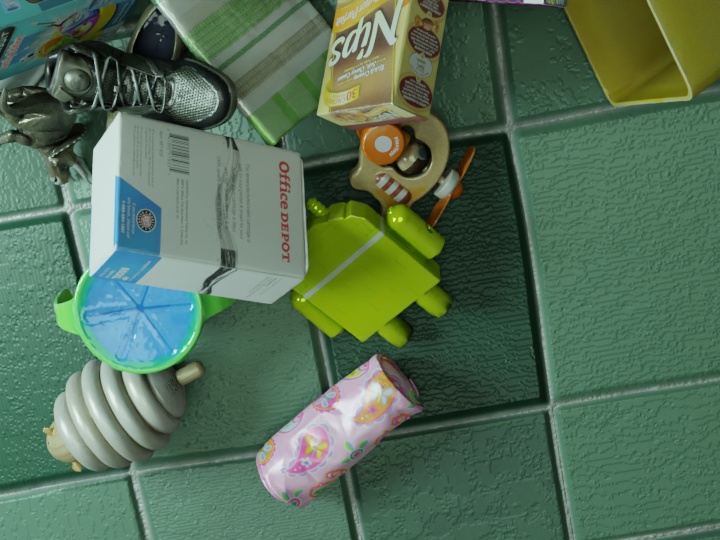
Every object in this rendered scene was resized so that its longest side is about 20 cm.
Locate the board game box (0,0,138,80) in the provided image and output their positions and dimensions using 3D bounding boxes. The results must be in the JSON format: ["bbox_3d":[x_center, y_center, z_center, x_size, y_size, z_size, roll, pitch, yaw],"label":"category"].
[{"bbox_3d":[-0.310,-0.245,1.094,0.200,0.151,0.047,-32,92,-33],"label":"board game box"}]

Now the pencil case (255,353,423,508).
[{"bbox_3d":[-0.026,0.182,1.268,0.200,0.087,0.087,-42,98,9],"label":"pencil case"}]

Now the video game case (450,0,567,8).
[{"bbox_3d":[0.137,-0.353,1.101,0.036,0.200,0.182,-1,104,-33],"label":"video game case"}]

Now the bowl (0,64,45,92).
[{"bbox_3d":[-0.427,-0.262,1.174,0.200,0.090,0.202,0,102,1],"label":"bowl"}]

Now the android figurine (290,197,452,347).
[{"bbox_3d":[0.000,0.000,1.218,0.200,0.041,0.182,38,119,-21],"label":"android figurine"}]

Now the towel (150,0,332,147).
[{"bbox_3d":[-0.109,-0.245,1.173,0.149,0.031,0.200,-43,102,-26],"label":"towel"}]

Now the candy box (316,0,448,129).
[{"bbox_3d":[0.027,-0.247,1.127,0.055,0.115,0.201,18,79,-40],"label":"candy box"}]

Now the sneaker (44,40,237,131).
[{"bbox_3d":[-0.224,-0.176,1.099,0.199,0.114,0.077,18,111,16],"label":"sneaker"}]

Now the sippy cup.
[{"bbox_3d":[-0.225,0.027,1.211,0.177,0.130,0.140,27,102,-5],"label":"sippy cup"}]

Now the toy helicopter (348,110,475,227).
[{"bbox_3d":[0.050,-0.080,1.227,0.132,0.079,0.201,7,113,-10],"label":"toy helicopter"}]

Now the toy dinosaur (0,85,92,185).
[{"bbox_3d":[-0.332,-0.160,1.157,0.102,0.200,0.077,0,69,-9],"label":"toy dinosaur"}]

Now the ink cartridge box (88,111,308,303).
[{"bbox_3d":[-0.160,-0.057,1.121,0.199,0.084,0.145,10,64,-29],"label":"ink cartridge box"}]

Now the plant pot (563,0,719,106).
[{"bbox_3d":[0.316,-0.295,1.115,0.176,0.200,0.201,-29,100,-5],"label":"plant pot"}]

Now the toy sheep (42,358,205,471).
[{"bbox_3d":[-0.259,0.149,1.236,0.200,0.138,0.138,-34,99,7],"label":"toy sheep"}]

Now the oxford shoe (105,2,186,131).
[{"bbox_3d":[-0.233,-0.195,1.193,0.070,0.074,0.201,16,102,-2],"label":"oxford shoe"}]
